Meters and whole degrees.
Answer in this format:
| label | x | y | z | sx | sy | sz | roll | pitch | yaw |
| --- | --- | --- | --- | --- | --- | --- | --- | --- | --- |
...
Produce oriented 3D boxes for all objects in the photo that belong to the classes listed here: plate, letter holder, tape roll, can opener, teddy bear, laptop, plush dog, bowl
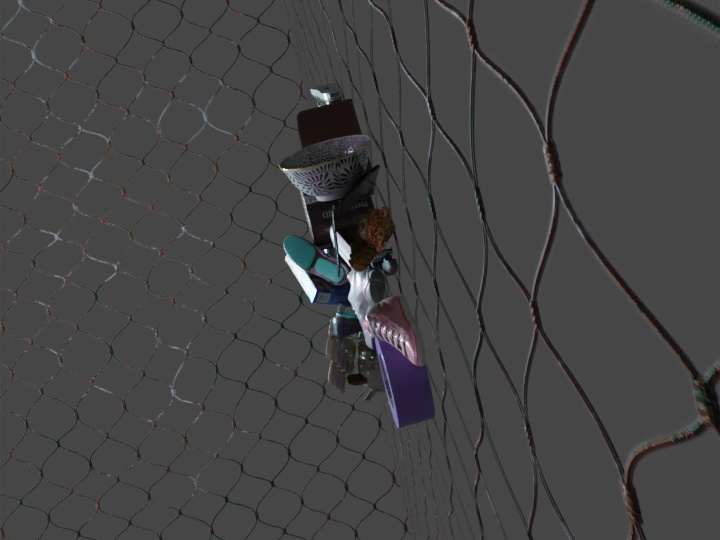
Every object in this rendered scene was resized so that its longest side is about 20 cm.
| label | x | y | z | sx | sy | sz | roll | pitch | yaw |
| --- | --- | --- | --- | --- | --- | --- | --- | --- | --- |
| plate | 0.000 | 0.000 | 1.754 | 0.201 | 0.032 | 0.200 | 51 | 180 | 22 |
| letter holder | -0.061 | -0.266 | 1.657 | 0.101 | 0.140 | 0.203 | 85 | 170 | -68 |
| tape roll | 0.095 | 0.234 | 1.585 | 0.200 | 0.084 | 0.203 | 165 | 90 | -86 |
| can opener | 0.047 | -0.014 | 1.641 | 0.200 | 0.052 | 0.067 | 115 | 140 | -84 |
| teddy bear | 0.012 | -0.067 | 1.504 | 0.146 | 0.066 | 0.200 | -59 | 6 | -1 |
| laptop | -0.007 | -0.099 | 1.513 | 0.103 | 0.200 | 0.177 | 46 | 174 | 2 |
| plush dog | 0.039 | 0.212 | 1.833 | 0.173 | 0.158 | 0.202 | -99 | -2 | -52 |
| bowl | -0.063 | -0.204 | 1.511 | 0.201 | 0.198 | 0.095 | -114 | 7 | -69 |

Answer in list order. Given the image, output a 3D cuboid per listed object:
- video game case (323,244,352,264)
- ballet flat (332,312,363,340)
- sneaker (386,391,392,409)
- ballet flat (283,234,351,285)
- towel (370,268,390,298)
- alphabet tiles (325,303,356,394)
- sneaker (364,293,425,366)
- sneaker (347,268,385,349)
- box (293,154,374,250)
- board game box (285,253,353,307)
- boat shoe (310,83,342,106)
| label | x | y | z | sx | sy | sz | roll | pitch | yaw |
| --- | --- | --- | --- | --- | --- | --- | --- | --- | --- |
| video game case | -0.042 | -0.110 | 1.943 | 0.181 | 0.022 | 0.203 | 7 | -120 | -45 |
| ballet flat | 0.011 | 0.129 | 1.722 | 0.072 | 0.198 | 0.074 | 2 | 93 | 46 |
| sneaker | 0.091 | 0.290 | 1.982 | 0.089 | 0.076 | 0.203 | 42 | -144 | -82 |
| ballet flat | -0.101 | -0.023 | 1.784 | 0.070 | 0.198 | 0.071 | -64 | -23 | 8 |
| towel | 0.073 | 0.099 | 1.903 | 0.150 | 0.030 | 0.201 | 77 | 174 | -46 |
| alphabet tiles | -0.043 | 0.191 | 1.768 | 0.200 | 0.014 | 0.198 | 58 | -143 | -62 |
| sneaker | 0.067 | 0.132 | 1.495 | 0.201 | 0.103 | 0.076 | -110 | 9 | -51 |
| sneaker | 0.017 | 0.082 | 1.641 | 0.079 | 0.070 | 0.203 | 14 | 121 | 36 |
| box | -0.064 | -0.183 | 1.808 | 0.165 | 0.163 | 0.203 | 87 | 167 | -69 |
| board game box | -0.068 | 0.020 | 1.854 | 0.199 | 0.198 | 0.044 | 51 | 125 | 48 |
| boat shoe | -0.087 | -0.451 | 1.914 | 0.200 | 0.070 | 0.065 | -117 | 14 | -66 |
